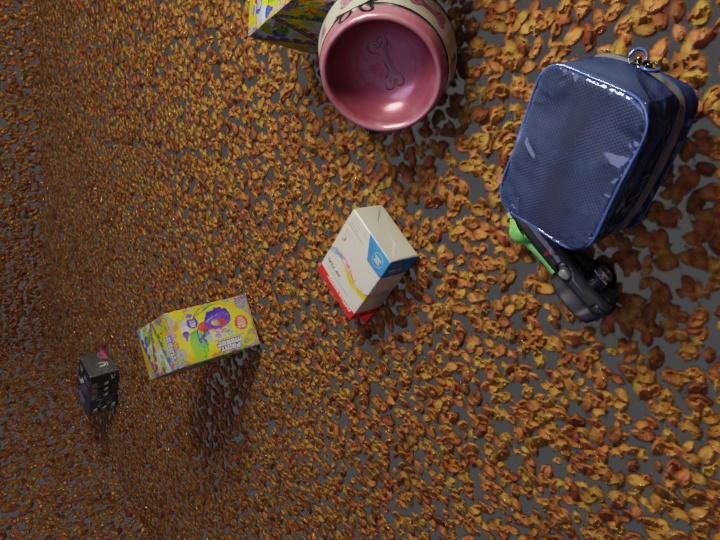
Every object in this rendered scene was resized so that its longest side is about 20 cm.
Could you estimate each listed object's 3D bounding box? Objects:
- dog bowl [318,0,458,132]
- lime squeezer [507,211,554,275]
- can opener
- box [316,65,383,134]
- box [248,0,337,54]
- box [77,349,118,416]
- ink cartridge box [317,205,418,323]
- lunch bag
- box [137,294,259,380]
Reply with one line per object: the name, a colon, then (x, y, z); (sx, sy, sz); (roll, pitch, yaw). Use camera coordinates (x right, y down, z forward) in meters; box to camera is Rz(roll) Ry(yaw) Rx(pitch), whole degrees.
dog bowl: (0.032, -0.279, 0.828); (0.201, 0.199, 0.074); (-54, 17, 42)
lime squeezer: (0.223, -0.076, 0.786); (0.070, 0.037, 0.202); (2, 101, 48)
can opener: (0.238, -0.025, 0.740); (0.079, 0.063, 0.201); (-40, 84, 35)
box: (0.024, -0.339, 0.930); (0.160, 0.049, 0.201); (52, 133, 23)
box: (-0.073, -0.460, 0.901); (0.192, 0.121, 0.202); (0, 88, 58)
box: (-0.961, 0.410, 2.227); (0.122, 0.105, 0.201); (42, 129, 34)
ink cartridge box: (0.000, 0.000, 1.039); (0.117, 0.067, 0.201); (55, 136, 23)
lunch bag: (0.257, -0.137, 0.656); (0.136, 0.132, 0.201); (42, 134, 32)
box: (-0.373, 0.155, 1.398); (0.192, 0.199, 0.123); (-24, 82, 48)
